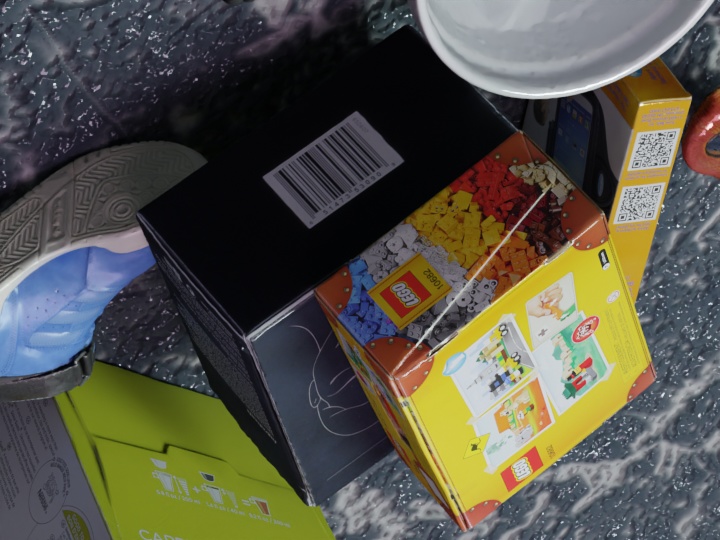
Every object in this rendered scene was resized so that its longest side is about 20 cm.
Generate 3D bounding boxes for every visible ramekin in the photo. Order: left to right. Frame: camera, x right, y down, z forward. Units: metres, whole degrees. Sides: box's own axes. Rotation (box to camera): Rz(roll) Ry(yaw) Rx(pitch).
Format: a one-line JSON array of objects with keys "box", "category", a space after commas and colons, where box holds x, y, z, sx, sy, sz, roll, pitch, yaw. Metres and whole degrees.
[{"box": [0.106, -0.206, 1.636, 0.199, 0.105, 0.201, -12, 132, -14], "category": "ramekin"}]

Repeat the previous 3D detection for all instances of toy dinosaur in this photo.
[{"box": [0.251, -0.073, 1.778, 0.105, 0.181, 0.200, -33, 92, 30], "category": "toy dinosaur"}]

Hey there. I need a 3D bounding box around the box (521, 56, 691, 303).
[{"box": [0.137, -0.056, 1.769, 0.041, 0.119, 0.201, -6, 130, -24], "category": "box"}]

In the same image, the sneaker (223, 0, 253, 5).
[{"box": [-0.048, -0.220, 1.575, 0.099, 0.071, 0.200, -19, 138, -16], "category": "sneaker"}]

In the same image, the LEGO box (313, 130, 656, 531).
[{"box": [0.075, 0.038, 1.642, 0.149, 0.077, 0.200, -37, 148, -8], "category": "LEGO box"}]

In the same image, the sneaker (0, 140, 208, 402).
[{"box": [-0.167, 0.008, 1.717, 0.200, 0.077, 0.111, -31, 143, -9], "category": "sneaker"}]

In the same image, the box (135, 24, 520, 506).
[{"box": [0.000, 0.000, 1.702, 0.200, 0.124, 0.197, -35, 146, -12], "category": "box"}]

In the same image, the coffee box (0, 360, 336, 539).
[{"box": [-0.146, 0.199, 1.801, 0.199, 0.200, 0.198, 19, 118, -36], "category": "coffee box"}]
